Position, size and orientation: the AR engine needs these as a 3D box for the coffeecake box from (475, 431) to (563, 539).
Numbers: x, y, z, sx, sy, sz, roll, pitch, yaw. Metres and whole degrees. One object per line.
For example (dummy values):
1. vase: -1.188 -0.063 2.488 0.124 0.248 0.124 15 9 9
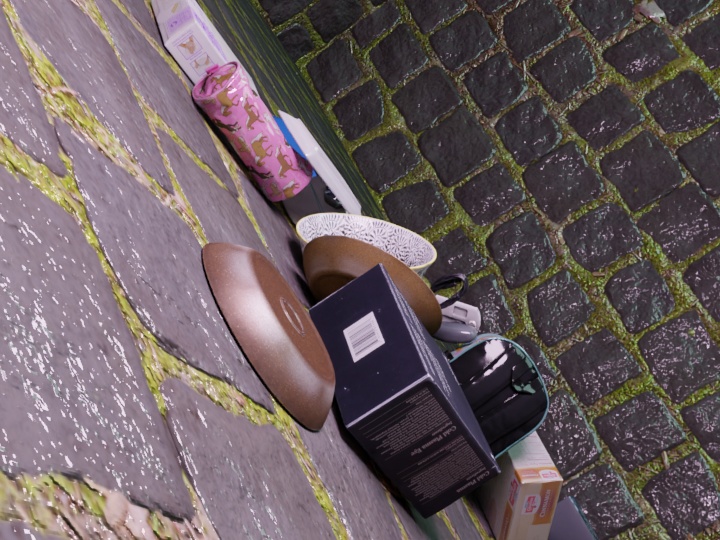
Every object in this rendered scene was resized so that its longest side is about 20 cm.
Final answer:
1. coffeecake box: 0.243 0.330 1.584 0.201 0.072 0.156 -113 -154 -57

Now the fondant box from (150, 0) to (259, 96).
1. fondant box: -0.217 -0.301 1.426 0.201 0.058 0.145 51 9 -42

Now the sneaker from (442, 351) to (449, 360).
1. sneaker: 0.100 0.151 1.393 0.078 0.089 0.203 -42 -118 54

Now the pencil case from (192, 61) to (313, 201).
1. pencil case: -0.145 -0.188 1.335 0.086 0.083 0.201 12 -33 48

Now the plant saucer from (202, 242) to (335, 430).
1. plant saucer: -0.075 0.052 0.913 0.202 0.036 0.201 58 6 -10

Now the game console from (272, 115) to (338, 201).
1. game console: -0.124 -0.158 1.656 0.172 0.116 0.202 101 -32 -50

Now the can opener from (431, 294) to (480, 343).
1. can opener: 0.088 0.061 1.497 0.197 0.054 0.067 17 25 18

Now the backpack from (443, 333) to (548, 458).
1. backpack: 0.180 0.195 1.493 0.177 0.198 0.153 57 6 4

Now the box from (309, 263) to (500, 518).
1. box: 0.046 0.133 1.094 0.183 0.103 0.201 53 9 -36

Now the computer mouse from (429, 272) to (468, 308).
1. computer mouse: 0.069 0.037 1.440 0.034 0.197 0.060 -27 104 -64

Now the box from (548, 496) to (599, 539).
1. box: 0.507 0.639 2.384 0.150 0.106 0.200 60 7 18

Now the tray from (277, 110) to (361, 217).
1. tray: -0.050 -0.148 1.424 0.108 0.022 0.200 60 6 36

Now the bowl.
1. bowl: 0.000 0.000 1.355 0.201 0.197 0.096 -107 -152 -68

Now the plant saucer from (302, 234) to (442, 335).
1. plant saucer: 0.006 0.037 1.230 0.197 0.036 0.201 23 -30 14

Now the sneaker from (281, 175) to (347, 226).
1. sneaker: -0.042 -0.053 1.511 0.202 0.079 0.071 57 4 -19
